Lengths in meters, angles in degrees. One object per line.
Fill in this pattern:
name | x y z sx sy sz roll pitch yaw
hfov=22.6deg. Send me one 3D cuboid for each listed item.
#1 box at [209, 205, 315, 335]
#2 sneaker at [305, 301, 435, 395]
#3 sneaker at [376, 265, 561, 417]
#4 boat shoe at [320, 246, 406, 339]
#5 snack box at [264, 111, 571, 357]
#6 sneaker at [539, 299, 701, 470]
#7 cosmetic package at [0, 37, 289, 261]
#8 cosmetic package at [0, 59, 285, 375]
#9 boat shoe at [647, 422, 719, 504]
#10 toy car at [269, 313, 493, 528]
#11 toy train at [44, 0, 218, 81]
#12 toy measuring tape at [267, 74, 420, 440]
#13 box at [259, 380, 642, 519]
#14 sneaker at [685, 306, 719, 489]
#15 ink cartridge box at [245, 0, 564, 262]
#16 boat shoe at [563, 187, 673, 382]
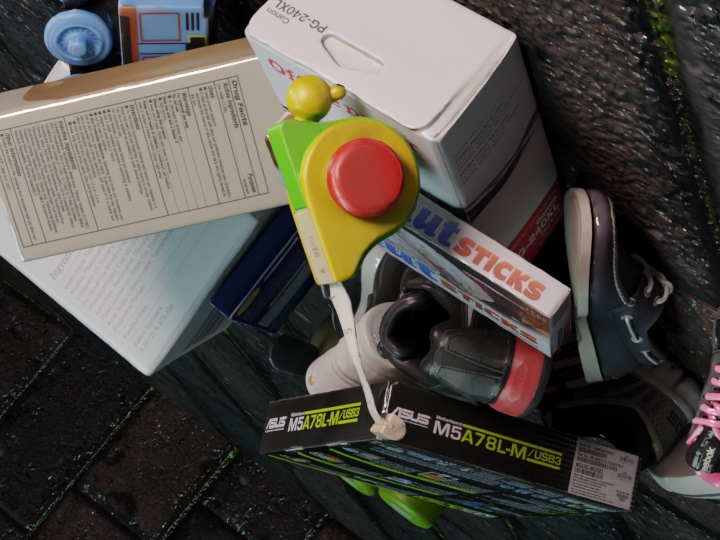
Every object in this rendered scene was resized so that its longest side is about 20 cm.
box | -0.059 -0.009 1.417 0.032 0.121 0.200 38 180 8
sneaker | 0.057 0.070 1.333 0.200 0.074 0.116 7 152 -32
sneaker | 0.052 0.028 1.169 0.098 0.071 0.200 12 -163 -20
boat shoe | 0.000 0.000 1.311 0.060 0.074 0.200 41 163 14
snack box | 0.034 -0.021 1.045 0.200 0.024 0.072 33 167 17
sneaker | 0.140 0.073 1.258 0.200 0.088 0.074 31 163 0
cosmetic package | -0.133 -0.082 1.165 0.071 0.200 0.105 -85 -17 -70
cosmetic package | -0.170 -0.055 1.436 0.200 0.166 0.167 38 -159 6
boat shoe | 0.273 0.150 1.212 0.093 0.075 0.200 49 166 -11
toy car | 0.018 0.082 1.485 0.200 0.164 0.158 46 166 -35
toy train | -0.154 -0.136 1.240 0.114 0.087 0.200 1 138 -2
toy measuring tape | 0.009 -0.012 0.969 0.200 0.073 0.074 71 163 -4
box | 0.058 0.128 1.240 0.200 0.048 0.193 18 167 -22
sneaker | 0.227 0.077 1.056 0.079 0.095 0.200 35 165 26
ink cartridge box | 0.032 -0.087 1.070 0.145 0.083 0.200 32 165 27
boat shoe | 0.163 0.007 1.128 0.063 0.073 0.200 -7 149 7
